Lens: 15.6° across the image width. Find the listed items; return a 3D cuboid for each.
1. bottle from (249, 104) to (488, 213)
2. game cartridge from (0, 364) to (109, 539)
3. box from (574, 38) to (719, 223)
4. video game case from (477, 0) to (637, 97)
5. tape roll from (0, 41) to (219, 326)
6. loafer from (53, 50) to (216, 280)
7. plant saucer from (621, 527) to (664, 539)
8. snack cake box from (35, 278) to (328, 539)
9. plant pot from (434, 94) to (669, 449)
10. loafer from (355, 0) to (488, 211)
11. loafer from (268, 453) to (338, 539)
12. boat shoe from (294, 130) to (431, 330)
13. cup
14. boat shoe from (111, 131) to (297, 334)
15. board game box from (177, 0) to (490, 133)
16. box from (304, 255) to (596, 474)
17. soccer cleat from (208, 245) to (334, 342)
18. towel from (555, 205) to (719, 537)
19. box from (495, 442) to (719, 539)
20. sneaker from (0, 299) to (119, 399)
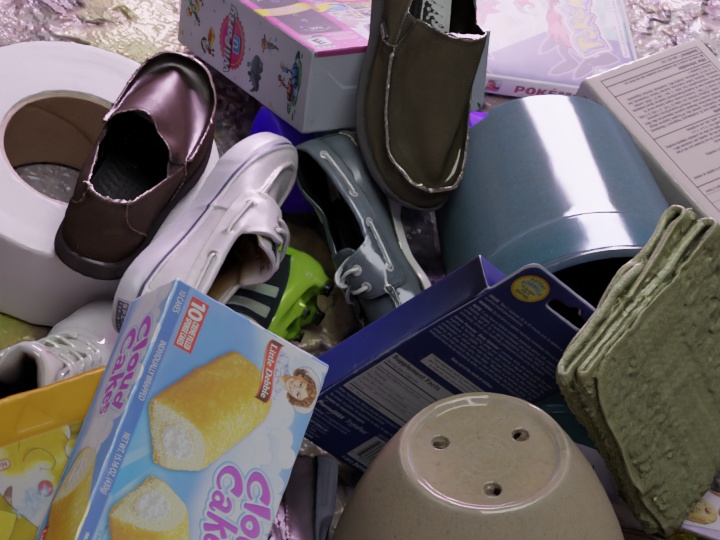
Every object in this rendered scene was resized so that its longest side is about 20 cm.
[{"bbox_3d":[0.023,-0.085,1.877,0.199,0.066,0.084,-3,47,-24],"label":"bottle"},{"bbox_3d":[-0.169,0.168,1.537,0.176,0.032,0.201,-18,84,-34],"label":"game cartridge"},{"bbox_3d":[0.246,-0.052,1.905,0.127,0.109,0.200,-20,60,-35],"label":"box"},{"bbox_3d":[0.123,-0.211,2.061,0.181,0.023,0.201,7,48,-16],"label":"video game case"},{"bbox_3d":[-0.196,-0.058,1.762,0.201,0.071,0.203,12,46,-12],"label":"tape roll"},{"bbox_3d":[-0.135,-0.079,1.706,0.073,0.071,0.201,21,45,-2],"label":"loafer"},{"bbox_3d":[0.168,0.251,1.656,0.199,0.032,0.201,12,46,-12],"label":"plant saucer"},{"bbox_3d":[-0.108,0.122,1.531,0.115,0.067,0.201,29,64,-21],"label":"snack cake box"},{"bbox_3d":[0.137,-0.002,1.774,0.199,0.201,0.197,5,40,-18],"label":"plant pot"},{"bbox_3d":[0.043,-0.141,1.755,0.075,0.070,0.202,2,82,-28],"label":"loafer"},{"bbox_3d":[-0.054,0.181,1.599,0.063,0.072,0.200,15,33,-5],"label":"loafer"},{"bbox_3d":[0.000,0.000,1.758,0.061,0.073,0.201,0,66,-34],"label":"boat shoe"},{"bbox_3d":[0.072,0.160,1.586,0.199,0.144,0.201,0,42,0],"label":"cup"},{"bbox_3d":[-0.081,-0.016,1.696,0.069,0.071,0.200,20,41,20],"label":"boat shoe"},{"bbox_3d":[-0.022,-0.167,1.878,0.147,0.065,0.200,-8,26,-29],"label":"board game box"},{"bbox_3d":[0.058,0.059,1.645,0.121,0.199,0.033,36,31,-42],"label":"box"},{"bbox_3d":[-0.093,0.042,1.722,0.081,0.068,0.200,30,39,13],"label":"soccer cleat"},{"bbox_3d":[0.195,0.065,1.646,0.036,0.200,0.149,28,70,42],"label":"towel"},{"bbox_3d":[0.176,0.153,1.729,0.199,0.039,0.042,20,48,-11],"label":"box"},{"bbox_3d":[-0.189,0.073,1.622,0.077,0.100,0.200,21,44,13],"label":"sneaker"}]
